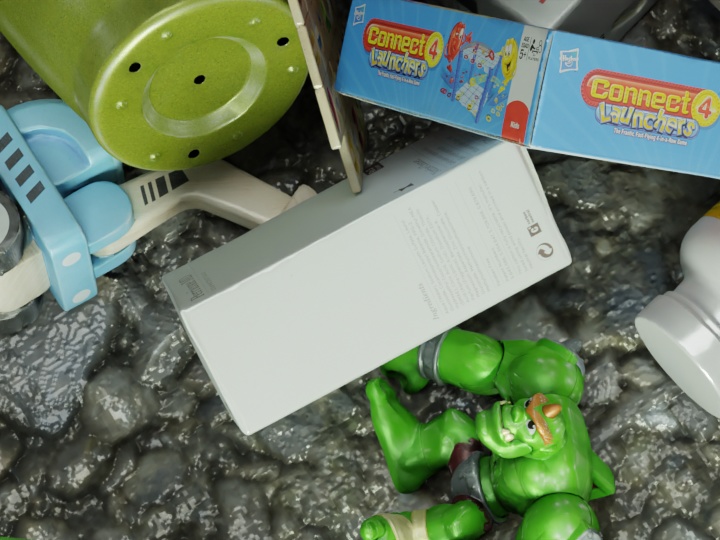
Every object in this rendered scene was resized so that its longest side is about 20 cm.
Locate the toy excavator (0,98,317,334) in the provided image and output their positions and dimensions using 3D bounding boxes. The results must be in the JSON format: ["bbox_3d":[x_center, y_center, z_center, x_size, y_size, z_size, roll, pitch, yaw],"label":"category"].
[{"bbox_3d":[-0.145,-0.040,1.303,0.199,0.100,0.195,-31,67,-13],"label":"toy excavator"}]

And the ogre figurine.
[{"bbox_3d":[0.067,0.105,1.203,0.119,0.098,0.200,-15,33,16],"label":"ogre figurine"}]

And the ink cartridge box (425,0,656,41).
[{"bbox_3d":[0.087,-0.221,1.336,0.200,0.083,0.147,40,80,21],"label":"ink cartridge box"}]

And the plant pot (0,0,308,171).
[{"bbox_3d":[-0.120,-0.165,1.268,0.200,0.201,0.193,-28,56,-3],"label":"plant pot"}]

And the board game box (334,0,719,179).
[{"bbox_3d":[0.120,-0.091,1.159,0.196,0.199,0.056,22,103,59],"label":"board game box"}]

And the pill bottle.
[{"bbox_3d":[0.243,-0.014,1.212,0.200,0.104,0.104,-41,67,-8],"label":"pill bottle"}]

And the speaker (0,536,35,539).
[{"bbox_3d":[-0.151,0.186,1.208,0.199,0.089,0.089,4,69,12],"label":"speaker"}]

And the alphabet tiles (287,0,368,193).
[{"bbox_3d":[-0.022,-0.137,1.247,0.006,0.200,0.167,-14,106,6],"label":"alphabet tiles"}]

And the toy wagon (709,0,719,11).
[{"bbox_3d":[0.227,-0.192,1.271,0.039,0.155,0.201,-12,97,46],"label":"toy wagon"}]

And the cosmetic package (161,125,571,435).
[{"bbox_3d":[0.000,0.000,1.222,0.199,0.113,0.081,-27,103,-7],"label":"cosmetic package"}]
